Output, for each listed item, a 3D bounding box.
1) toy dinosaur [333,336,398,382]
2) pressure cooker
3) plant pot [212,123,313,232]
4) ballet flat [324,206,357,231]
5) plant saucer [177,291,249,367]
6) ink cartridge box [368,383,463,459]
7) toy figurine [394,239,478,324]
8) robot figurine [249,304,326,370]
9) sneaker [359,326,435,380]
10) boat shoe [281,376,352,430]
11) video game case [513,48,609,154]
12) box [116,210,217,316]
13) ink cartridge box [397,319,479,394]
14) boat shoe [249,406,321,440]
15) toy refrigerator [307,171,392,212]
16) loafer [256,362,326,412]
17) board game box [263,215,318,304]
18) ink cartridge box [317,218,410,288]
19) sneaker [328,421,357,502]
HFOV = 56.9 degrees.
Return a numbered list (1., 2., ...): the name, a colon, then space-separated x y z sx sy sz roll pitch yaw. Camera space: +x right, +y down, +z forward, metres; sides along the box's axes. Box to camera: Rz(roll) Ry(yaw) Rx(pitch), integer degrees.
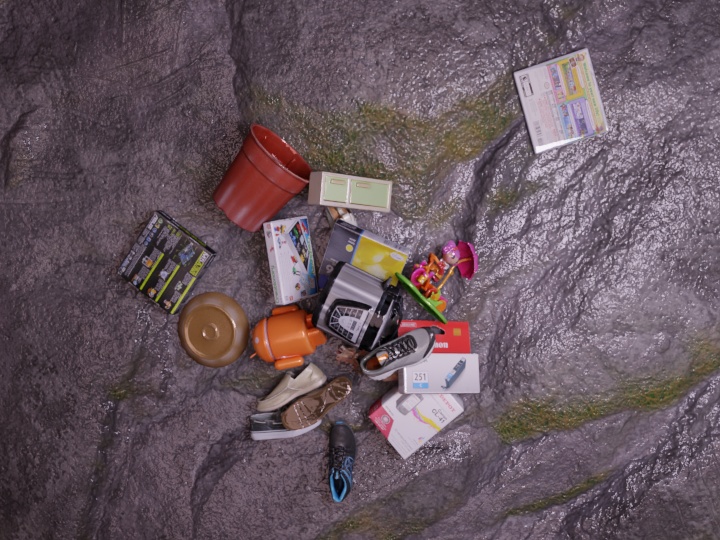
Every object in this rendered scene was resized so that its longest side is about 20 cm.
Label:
1. toy dinosaur: 0.044 0.233 1.661 0.199 0.086 0.136 40 100 10
2. pressure cooker: 0.002 0.090 1.561 0.198 0.176 0.181 26 70 3
3. plant pot: -0.246 -0.214 1.614 0.201 0.201 0.195 44 107 1
4. ballet flat: -0.052 -0.144 1.646 0.067 0.064 0.202 -27 91 -18
5. plant saucer: -0.390 0.159 1.739 0.196 0.035 0.204 1 96 6
6. ink cartridge box: 0.140 0.348 1.668 0.199 0.086 0.148 -41 90 9
7. toy figurine: 0.198 -0.001 1.595 0.185 0.150 0.200 -48 131 -3
8. robot figurine: -0.186 0.167 1.674 0.196 0.117 0.146 -13 94 8
9. sneaker: 0.085 0.192 1.525 0.198 0.079 0.075 -32 66 16
10. boat shoe: -0.109 0.338 1.685 0.198 0.065 0.073 -33 84 -10
11. video game case: 0.477 -0.401 1.583 0.179 0.022 0.203 -16 93 8
12. box: -0.505 -0.020 1.731 0.192 0.048 0.201 35 98 0
13. ink cartridge box: 0.188 0.207 1.606 0.196 0.045 0.180 2 77 -17
14. boat shoe: -0.201 0.389 1.720 0.197 0.072 0.072 -13 98 10
15. toy refrigerator: -0.021 -0.186 1.585 0.197 0.070 0.077 4 94 -33
16. loafer: -0.185 0.299 1.713 0.198 0.076 0.069 -27 91 -1
17. board game box: -0.171 -0.027 1.649 0.034 0.125 0.204 -3 97 41
18. ink cartridge box: 0.000 0.000 1.640 0.195 0.047 0.203 22 116 4
19. sneaker: -0.048 0.493 1.708 0.072 0.082 0.204 -3 94 9
